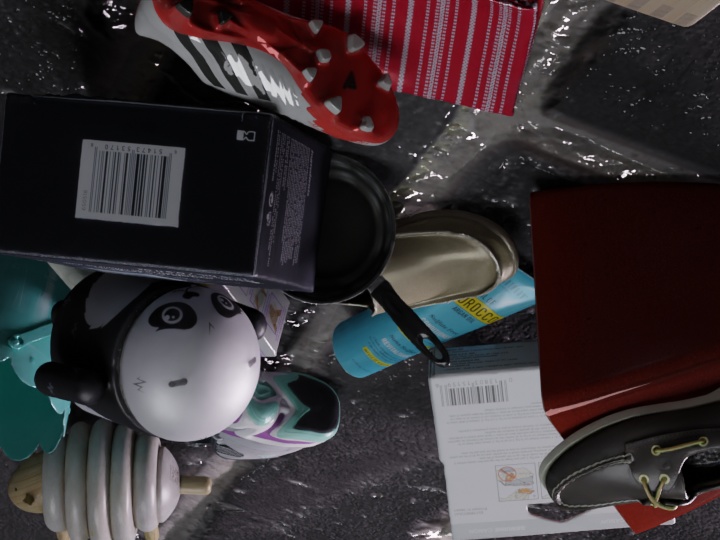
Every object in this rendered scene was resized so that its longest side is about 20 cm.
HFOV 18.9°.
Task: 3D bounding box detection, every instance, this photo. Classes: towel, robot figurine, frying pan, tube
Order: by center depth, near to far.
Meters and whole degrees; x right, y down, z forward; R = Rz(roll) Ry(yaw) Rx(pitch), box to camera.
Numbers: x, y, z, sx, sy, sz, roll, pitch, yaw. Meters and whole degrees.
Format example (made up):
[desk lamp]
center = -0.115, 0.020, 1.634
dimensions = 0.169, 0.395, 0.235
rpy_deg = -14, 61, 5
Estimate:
[towel]
center = 0.020, -0.166, 1.491
dimensions = 0.198, 0.023, 0.145
rpy_deg = 12, 150, 1
[frying pan]
center = 0.006, -0.017, 1.650
dimensions = 0.189, 0.116, 0.031
rpy_deg = 25, -176, 9
[robot figurine]
center = -0.165, 0.062, 1.692
dimensions = 0.125, 0.151, 0.199
rpy_deg = 42, 163, -35
[tube]
center = 0.063, 0.034, 1.785
dimensions = 0.077, 0.051, 0.199
rpy_deg = 29, 140, -36

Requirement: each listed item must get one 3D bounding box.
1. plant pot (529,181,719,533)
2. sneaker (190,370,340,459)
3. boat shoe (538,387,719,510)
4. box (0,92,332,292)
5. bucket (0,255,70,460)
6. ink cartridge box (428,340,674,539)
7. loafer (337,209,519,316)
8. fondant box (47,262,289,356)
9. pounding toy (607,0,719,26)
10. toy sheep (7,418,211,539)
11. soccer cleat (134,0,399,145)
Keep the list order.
[plant pot]
center = 0.247, 0.049, 1.611
dimensions = 0.175, 0.201, 0.200
rpy_deg = -15, 141, 20
[sneaker]
center = -0.132, 0.127, 1.970
dimensions = 0.199, 0.078, 0.140
rpy_deg = 26, 146, -21
[boat shoe]
center = 0.224, 0.131, 1.517
dimensions = 0.200, 0.061, 0.072
rpy_deg = -20, 139, 9
[box]
center = -0.139, -0.054, 1.567
dimensions = 0.195, 0.119, 0.200
rpy_deg = 6, 178, 12
[bucket]
center = -0.334, 0.061, 1.880
dimensions = 0.205, 0.136, 0.208
rpy_deg = 10, 150, 6
[ink cartridge box]
center = 0.164, 0.140, 1.821
dimensions = 0.198, 0.044, 0.175
rpy_deg = -5, 123, 6
[loafer]
center = 0.028, 0.000, 1.698
dimensions = 0.198, 0.069, 0.076
rpy_deg = -2, 127, 24
[fondant box]
center = -0.165, 0.001, 1.796
dimensions = 0.143, 0.059, 0.200
rpy_deg = -3, 147, 24
[pounding toy]
center = 0.172, -0.270, 1.136
dimensions = 0.141, 0.186, 0.200
rpy_deg = 14, 152, -26
[toy sheep]
center = -0.244, 0.208, 2.101
dimensions = 0.198, 0.139, 0.138
rpy_deg = -4, 149, -3
[soccer cleat]
center = -0.064, -0.143, 1.480
dimensions = 0.199, 0.069, 0.085
rpy_deg = 28, 155, -19
